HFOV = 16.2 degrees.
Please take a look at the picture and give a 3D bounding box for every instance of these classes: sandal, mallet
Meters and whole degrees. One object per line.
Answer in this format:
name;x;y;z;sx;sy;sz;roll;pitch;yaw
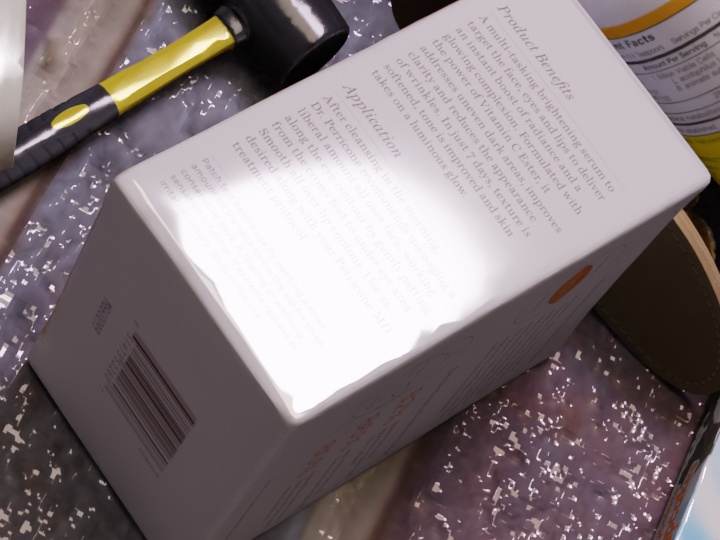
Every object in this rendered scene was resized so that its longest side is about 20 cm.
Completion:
sandal;0.102;-0.055;1.017;0.070;0.078;0.212;-44;101;-32
mallet;-0.099;-0.078;0.999;0.199;0.041;0.066;-26;75;-25

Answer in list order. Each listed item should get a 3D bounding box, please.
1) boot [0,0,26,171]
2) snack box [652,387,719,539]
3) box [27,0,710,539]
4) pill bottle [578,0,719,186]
boot;-0.202;-0.114;0.948;0.144;0.073;0.201;-1;50;-21
snack box;0.184;0.099;1.014;0.116;0.037;0.200;30;58;-4
box;0.000;0.000;0.926;0.200;0.152;0.107;-29;76;-31
pill bottle;0.153;-0.099;0.977;0.200;0.109;0.109;47;55;-20
